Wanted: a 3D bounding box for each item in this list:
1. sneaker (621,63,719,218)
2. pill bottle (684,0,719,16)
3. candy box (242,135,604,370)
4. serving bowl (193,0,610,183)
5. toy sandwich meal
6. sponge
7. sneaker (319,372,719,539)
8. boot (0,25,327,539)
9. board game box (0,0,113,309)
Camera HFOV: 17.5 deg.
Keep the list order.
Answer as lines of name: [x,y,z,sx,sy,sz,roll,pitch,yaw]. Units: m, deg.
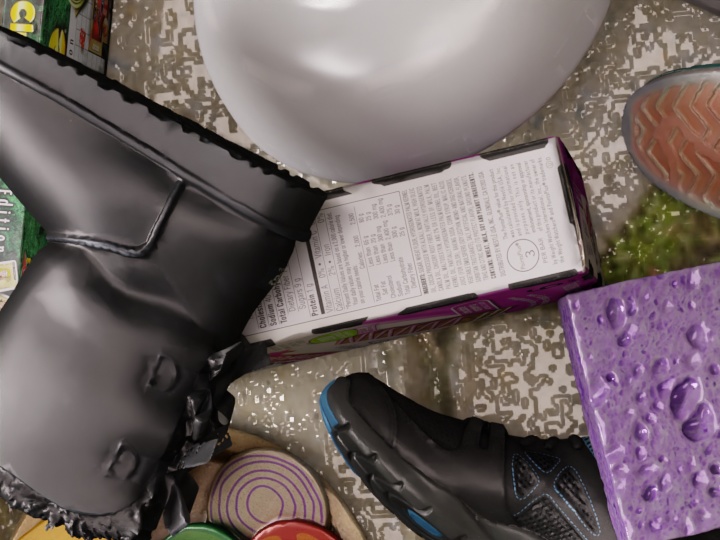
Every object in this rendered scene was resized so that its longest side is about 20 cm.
sneaker: [0.216,-0.060,1.016,0.199,0.080,0.072,6,112,26]
pill bottle: [0.198,-0.205,0.997,0.113,0.113,0.201,23,91,9]
candy box: [0.000,0.000,1.006,0.199,0.136,0.061,-13,84,9]
serving bowl: [0.009,-0.141,1.005,0.199,0.066,0.201,-12,61,22]
toy sandwich meal: [-0.087,0.165,1.044,0.204,0.070,0.206,0,87,9]
sponge: [0.193,0.044,1.000,0.199,0.030,0.112,-12,83,-8]
sneaker: [0.073,0.098,1.031,0.200,0.073,0.082,35,80,1]
boot: [-0.123,0.003,0.923,0.198,0.073,0.163,29,95,10]
board game box: [-0.139,-0.069,1.046,0.023,0.105,0.201,5,89,12]
